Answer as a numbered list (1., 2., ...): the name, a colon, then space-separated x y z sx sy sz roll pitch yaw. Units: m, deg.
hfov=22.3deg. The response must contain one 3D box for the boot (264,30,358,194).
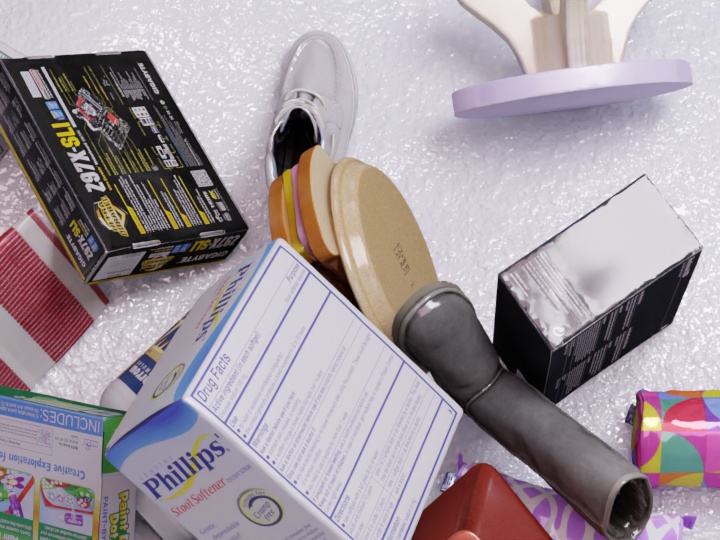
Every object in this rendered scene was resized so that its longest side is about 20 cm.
1. boot: -0.042 -0.125 1.546 0.073 0.096 0.201 1 72 3

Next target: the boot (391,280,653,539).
1. boot: 0.123 0.110 1.371 0.073 0.182 0.200 -43 53 1

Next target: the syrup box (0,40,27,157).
1. syrup box: -0.364 -0.108 1.566 0.079 0.082 0.200 32 75 13

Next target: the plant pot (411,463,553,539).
1. plant pot: 0.073 0.275 1.310 0.200 0.176 0.200 -41 81 2

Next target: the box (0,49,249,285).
1. box: -0.204 -0.091 1.519 0.159 0.049 0.201 -13 64 -45

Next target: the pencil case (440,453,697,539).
1. pencil case: 0.158 0.209 1.440 0.199 0.084 0.086 16 52 6

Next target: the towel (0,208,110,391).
1. towel: -0.304 0.058 1.479 0.023 0.144 0.200 34 75 35

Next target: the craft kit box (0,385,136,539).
1. craft kit box: -0.257 0.193 1.399 0.199 0.048 0.199 8 94 36

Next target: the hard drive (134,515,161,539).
1. hard drive: -0.220 0.236 1.443 0.200 0.027 0.132 43 113 14

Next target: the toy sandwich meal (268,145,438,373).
1. toy sandwich meal: 0.000 0.000 1.463 0.070 0.205 0.206 -20 71 19

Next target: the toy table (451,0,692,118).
1. toy table: 0.172 -0.199 1.527 0.199 0.184 0.118 -6 88 -12

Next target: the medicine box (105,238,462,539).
1. medicine box: -0.049 0.115 1.295 0.200 0.103 0.182 43 40 -13

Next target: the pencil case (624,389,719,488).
1. pencil case: 0.308 0.136 1.454 0.199 0.088 0.089 0 72 5

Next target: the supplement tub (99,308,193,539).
1. supplement tub: -0.116 0.110 1.449 0.200 0.144 0.144 -43 75 -11

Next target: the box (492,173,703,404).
1. box: 0.181 0.023 1.432 0.141 0.200 0.079 -31 73 -8
